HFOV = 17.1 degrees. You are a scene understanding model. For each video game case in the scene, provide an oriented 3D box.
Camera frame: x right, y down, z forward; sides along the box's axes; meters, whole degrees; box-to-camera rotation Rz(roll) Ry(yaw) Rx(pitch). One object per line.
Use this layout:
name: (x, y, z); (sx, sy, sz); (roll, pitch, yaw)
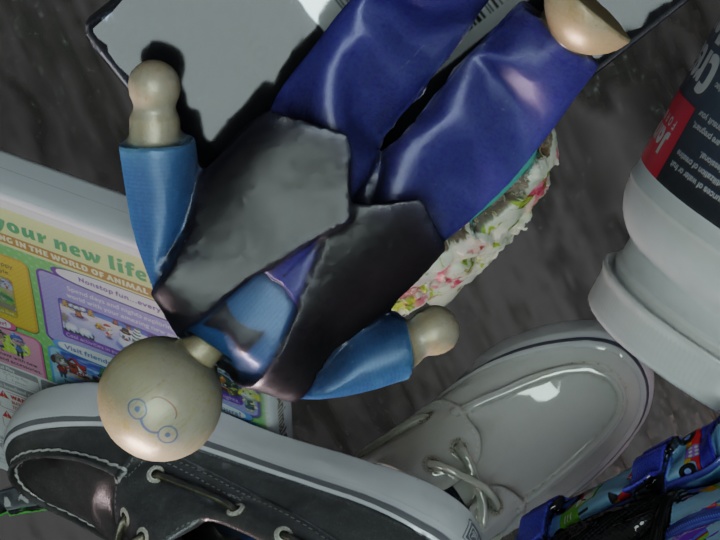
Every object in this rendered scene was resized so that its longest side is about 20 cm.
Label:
video game case: (-0.118, 0.026, 0.917); (0.199, 0.022, 0.182); (20, 142, 17)

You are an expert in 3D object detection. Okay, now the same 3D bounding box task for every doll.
doll: (-0.014, -0.022, 0.738); (0.136, 0.048, 0.200); (36, 104, -18)

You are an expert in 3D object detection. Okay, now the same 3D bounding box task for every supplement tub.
supplement tub: (0.185, -0.045, 0.892); (0.140, 0.140, 0.200); (28, 104, -3)

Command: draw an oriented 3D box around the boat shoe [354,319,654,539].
boat shoe: (0.030, 0.088, 0.976); (0.199, 0.066, 0.072); (-26, 101, 10)

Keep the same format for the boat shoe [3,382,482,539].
boat shoe: (-0.055, 0.098, 0.878); (0.199, 0.066, 0.070); (15, 141, 22)

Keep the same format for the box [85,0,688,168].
box: (0.021, -0.111, 0.848); (0.200, 0.198, 0.123); (-38, 101, 6)

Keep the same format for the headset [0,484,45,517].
headset: (-0.120, 0.187, 1.023); (0.123, 0.094, 0.201); (-10, 88, 11)

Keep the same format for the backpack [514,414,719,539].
backpack: (0.166, 0.130, 0.832); (0.182, 0.135, 0.200); (35, 130, -26)

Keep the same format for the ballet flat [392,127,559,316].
ballet flat: (0.000, 0.000, 0.963); (0.200, 0.076, 0.064); (-30, 139, 15)
